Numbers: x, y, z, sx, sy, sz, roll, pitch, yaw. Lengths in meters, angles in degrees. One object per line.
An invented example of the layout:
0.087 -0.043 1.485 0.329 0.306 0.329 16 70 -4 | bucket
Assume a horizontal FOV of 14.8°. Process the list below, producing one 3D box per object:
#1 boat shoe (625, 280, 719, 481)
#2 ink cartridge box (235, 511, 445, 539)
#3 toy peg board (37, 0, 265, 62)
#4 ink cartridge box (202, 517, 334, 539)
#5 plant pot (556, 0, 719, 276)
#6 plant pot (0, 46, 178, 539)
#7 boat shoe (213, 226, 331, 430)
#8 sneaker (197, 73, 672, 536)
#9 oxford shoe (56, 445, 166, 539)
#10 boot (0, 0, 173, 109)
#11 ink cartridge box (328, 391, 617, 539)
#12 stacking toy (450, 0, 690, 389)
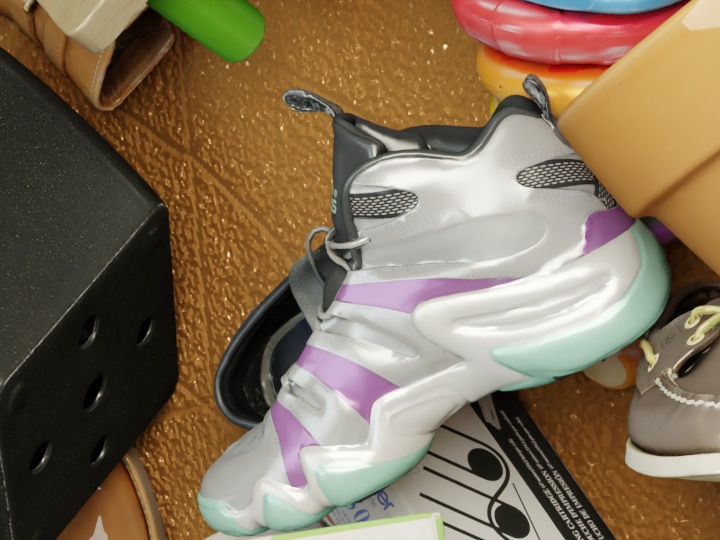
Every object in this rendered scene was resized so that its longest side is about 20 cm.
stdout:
0.130 0.038 0.983 0.071 0.200 0.060 2 93 5 | boat shoe
-0.041 0.134 1.028 0.200 0.116 0.068 144 118 -77 | ink cartridge box
-0.066 -0.198 1.153 0.200 0.098 0.199 -49 46 8 | toy peg board
-0.068 0.205 1.185 0.083 0.146 0.200 49 150 28 | ink cartridge box
0.183 -0.047 0.900 0.200 0.200 0.140 -37 85 43 | plant pot
-0.193 0.021 1.260 0.177 0.200 0.200 25 142 20 | plant pot
0.007 0.014 1.174 0.200 0.062 0.075 -40 69 41 | boat shoe
0.000 0.000 1.022 0.199 0.078 0.140 -31 96 10 | sneaker
-0.138 0.172 1.348 0.071 0.071 0.201 16 108 44 | oxford shoe
-0.157 -0.132 1.293 0.155 0.074 0.200 53 134 18 | boot
0.071 0.140 1.112 0.200 0.094 0.044 55 132 21 | ink cartridge box
0.091 -0.044 1.062 0.116 0.110 0.201 21 124 41 | stacking toy
